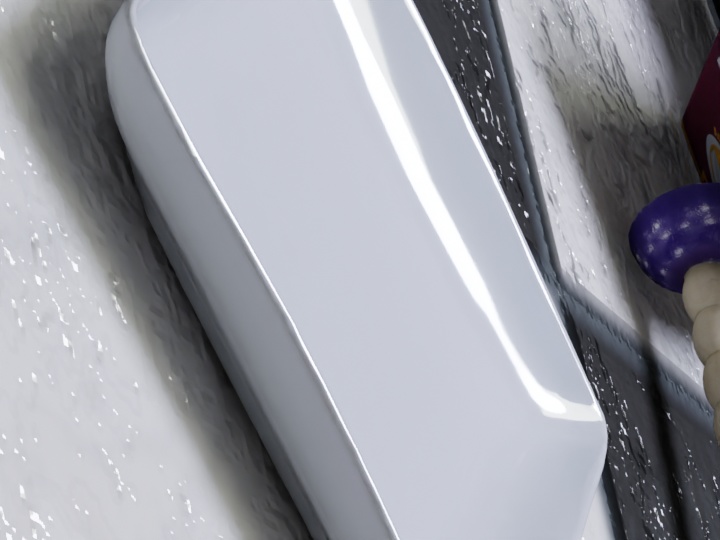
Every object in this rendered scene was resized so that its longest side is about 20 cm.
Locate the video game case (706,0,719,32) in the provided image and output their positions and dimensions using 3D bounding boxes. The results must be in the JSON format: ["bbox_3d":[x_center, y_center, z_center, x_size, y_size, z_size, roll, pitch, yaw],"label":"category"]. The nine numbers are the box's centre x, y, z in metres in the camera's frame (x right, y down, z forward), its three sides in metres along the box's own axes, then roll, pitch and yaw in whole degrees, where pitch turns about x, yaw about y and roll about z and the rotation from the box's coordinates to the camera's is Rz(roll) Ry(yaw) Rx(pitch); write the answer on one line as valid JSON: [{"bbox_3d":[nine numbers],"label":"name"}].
[{"bbox_3d":[0.205,-0.098,1.256,0.200,0.023,0.182,142,-71,-72],"label":"video game case"}]

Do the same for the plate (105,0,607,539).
[{"bbox_3d":[0.000,0.000,0.762,0.200,0.032,0.200,63,19,-14],"label":"plate"}]

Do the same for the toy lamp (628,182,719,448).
[{"bbox_3d":[0.133,0.065,1.013,0.058,0.058,0.201,46,30,-47],"label":"toy lamp"}]

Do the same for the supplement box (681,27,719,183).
[{"bbox_3d":[0.183,-0.040,1.115,0.200,0.085,0.111,84,-12,-80],"label":"supplement box"}]
